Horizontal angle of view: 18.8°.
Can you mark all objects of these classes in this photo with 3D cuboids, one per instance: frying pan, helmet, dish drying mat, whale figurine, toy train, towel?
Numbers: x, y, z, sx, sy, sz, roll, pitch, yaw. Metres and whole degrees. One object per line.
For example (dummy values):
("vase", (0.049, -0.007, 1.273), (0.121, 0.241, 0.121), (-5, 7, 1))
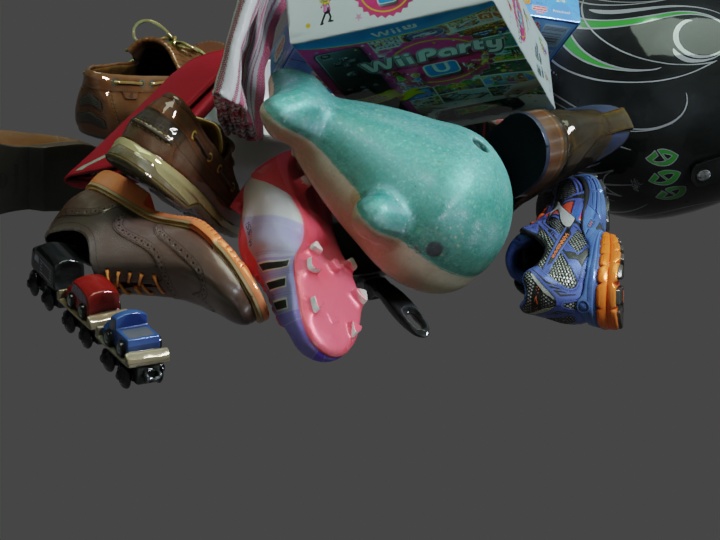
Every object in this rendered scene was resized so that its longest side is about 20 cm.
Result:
("frying pan", (0.011, -0.007, 1.573), (0.190, 0.031, 0.115), (31, 42, 31))
("helmet", (0.226, -0.137, 1.731), (0.190, 0.200, 0.200), (0, 18, 24))
("dish drying mat", (-0.151, -0.121, 1.685), (0.077, 0.018, 0.200), (-8, 28, 32))
("whale figurine", (0.023, -0.077, 1.514), (0.200, 0.104, 0.159), (41, 23, -13))
("toy train", (-0.176, 0.025, 1.444), (0.034, 0.046, 0.200), (-8, 25, -28))
("towel", (-0.071, -0.175, 1.560), (0.030, 0.147, 0.200), (14, -5, 0))

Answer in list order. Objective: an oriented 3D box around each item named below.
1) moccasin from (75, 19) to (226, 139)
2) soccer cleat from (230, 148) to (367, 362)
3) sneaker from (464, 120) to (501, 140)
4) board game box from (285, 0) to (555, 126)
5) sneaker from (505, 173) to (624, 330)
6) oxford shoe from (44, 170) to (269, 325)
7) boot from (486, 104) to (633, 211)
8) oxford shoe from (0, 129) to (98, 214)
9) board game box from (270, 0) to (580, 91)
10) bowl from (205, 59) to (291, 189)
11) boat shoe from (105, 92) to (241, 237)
("moccasin", (-0.178, -0.174, 1.900), (0.074, 0.078, 0.201), (18, 26, 32))
("soccer cleat", (-0.047, -0.002, 1.504), (0.067, 0.076, 0.200), (33, 30, -36))
("sneaker", (0.118, -0.131, 1.852), (0.087, 0.074, 0.200), (1, 22, -12))
("board game box", (0.045, -0.165, 1.556), (0.147, 0.064, 0.200), (-10, -21, 15))
("sneaker", (0.143, -0.019, 1.579), (0.078, 0.075, 0.200), (0, 20, -2))
("oxford shoe", (-0.142, 0.000, 1.515), (0.073, 0.071, 0.200), (-40, 44, -23))
("boot", (0.117, -0.071, 1.617), (0.097, 0.075, 0.200), (-15, -7, -33))
("oxford shoe", (-0.296, -0.078, 1.665), (0.200, 0.071, 0.071), (4, 14, -31))
("board game box", (0.047, -0.178, 1.666), (0.200, 0.151, 0.037), (6, 63, -17))
("bowl", (-0.027, -0.103, 1.754), (0.199, 0.075, 0.200), (8, 21, 11))
("boat shoe", (-0.117, -0.075, 1.577), (0.072, 0.068, 0.200), (30, -3, 18))
